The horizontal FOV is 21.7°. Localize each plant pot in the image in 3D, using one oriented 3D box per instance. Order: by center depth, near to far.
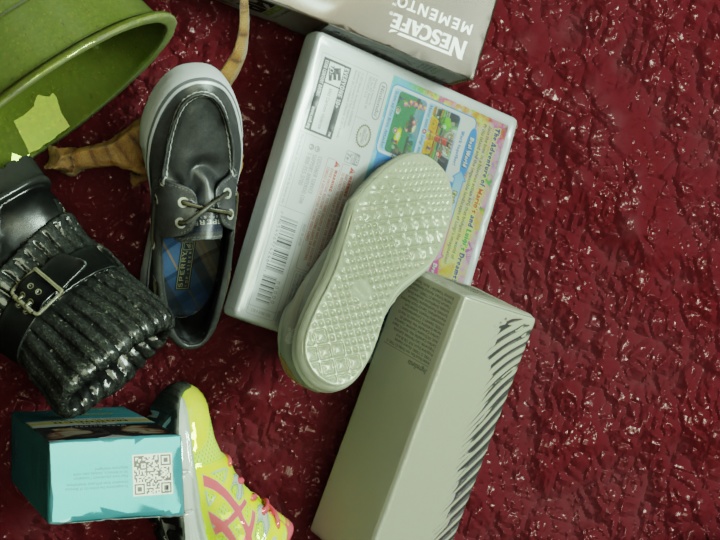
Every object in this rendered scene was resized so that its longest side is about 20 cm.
[{"bbox_3d":[-0.249,-0.176,1.179,0.199,0.200,0.191,-35,88,-14],"label":"plant pot"}]

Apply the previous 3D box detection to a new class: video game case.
[{"bbox_3d":[0.010,-0.040,1.307,0.181,0.024,0.202,20,84,-33],"label":"video game case"}]

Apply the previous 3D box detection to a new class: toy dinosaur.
[{"bbox_3d":[-0.117,-0.098,1.235,0.199,0.061,0.106,-32,146,19],"label":"toy dinosaur"}]

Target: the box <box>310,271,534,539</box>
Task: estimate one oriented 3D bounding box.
[{"bbox_3d":[0.042,0.107,1.289,0.068,0.082,0.202,16,97,-34],"label":"box"}]

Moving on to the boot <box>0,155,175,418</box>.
[{"bbox_3d":[-0.240,0.041,1.201,0.211,0.079,0.158,-38,82,-14],"label":"boot"}]

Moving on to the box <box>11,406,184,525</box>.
[{"bbox_3d":[-0.170,0.120,1.183,0.082,0.200,0.050,-1,91,-17],"label":"box"}]

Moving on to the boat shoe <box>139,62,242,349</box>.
[{"bbox_3d":[-0.109,-0.035,1.219,0.069,0.066,0.201,-3,127,-23],"label":"boat shoe"}]

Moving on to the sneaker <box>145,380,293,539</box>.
[{"bbox_3d":[-0.092,0.169,1.280,0.090,0.078,0.202,-16,101,-24],"label":"sneaker"}]

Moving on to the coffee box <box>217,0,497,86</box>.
[{"bbox_3d":[-0.006,-0.214,1.294,0.199,0.080,0.115,20,85,-16],"label":"coffee box"}]

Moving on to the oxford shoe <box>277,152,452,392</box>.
[{"bbox_3d":[0.000,0.000,1.260,0.075,0.058,0.201,39,59,-16],"label":"oxford shoe"}]
